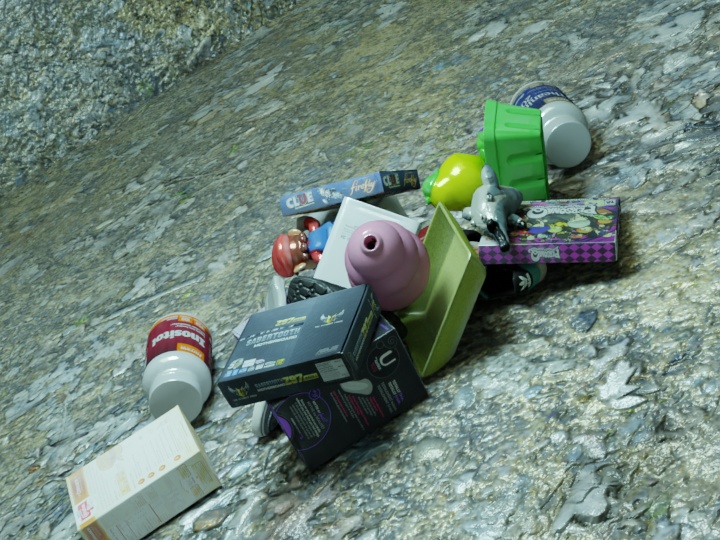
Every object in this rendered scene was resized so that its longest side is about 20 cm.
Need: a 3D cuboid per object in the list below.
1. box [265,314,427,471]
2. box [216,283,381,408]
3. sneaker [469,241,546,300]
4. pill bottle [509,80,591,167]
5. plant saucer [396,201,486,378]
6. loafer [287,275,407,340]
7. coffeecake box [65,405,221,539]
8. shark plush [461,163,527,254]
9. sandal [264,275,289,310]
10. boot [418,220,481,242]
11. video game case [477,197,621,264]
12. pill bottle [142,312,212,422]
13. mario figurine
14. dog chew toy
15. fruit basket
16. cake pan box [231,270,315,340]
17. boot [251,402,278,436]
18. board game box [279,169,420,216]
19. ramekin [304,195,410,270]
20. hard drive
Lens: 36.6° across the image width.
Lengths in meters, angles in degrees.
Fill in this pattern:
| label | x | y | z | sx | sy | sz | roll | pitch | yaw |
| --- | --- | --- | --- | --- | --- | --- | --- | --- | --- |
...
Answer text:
| label | x | y | z | sx | sy | sz | roll | pitch | yaw |
| --- | --- | --- | --- | --- | --- | --- | --- | --- | --- |
| box | -0.028 | 0.161 | 1.514 | 0.199 | 0.123 | 0.106 | -32 | 26 | -8 |
| box | -0.081 | 0.101 | 1.474 | 0.198 | 0.051 | 0.158 | -14 | 28 | 25 |
| sneaker | 0.177 | 0.002 | 1.640 | 0.198 | 0.072 | 0.080 | 0 | 21 | 41 |
| pill bottle | 0.335 | -0.254 | 1.912 | 0.110 | 0.112 | 0.201 | -26 | 27 | 4 |
| plant saucer | 0.122 | 0.030 | 1.590 | 0.047 | 0.202 | 0.200 | 14 | 22 | -15 |
| loafer | -0.020 | 0.063 | 1.642 | 0.199 | 0.069 | 0.070 | 25 | 14 | 23 |
| coffeecake box | -0.319 | 0.308 | 1.586 | 0.199 | 0.074 | 0.153 | -32 | 27 | -9 |
| shark plush | 0.209 | -0.088 | 1.587 | 0.200 | 0.082 | 0.092 | -95 | 27 | -73 |
| sandal | -0.122 | 0.063 | 1.743 | 0.049 | 0.083 | 0.203 | 14 | 24 | -12 |
| boot | 0.100 | -0.011 | 1.758 | 0.199 | 0.073 | 0.144 | -38 | 30 | -26 |
| video game case | 0.285 | -0.060 | 1.622 | 0.197 | 0.036 | 0.182 | -1 | 24 | 17 |
| pill bottle | -0.298 | 0.162 | 1.779 | 0.112 | 0.114 | 0.201 | -25 | 27 | 5 |
| mario figurine | -0.056 | -0.040 | 1.804 | 0.198 | 0.107 | 0.124 | -20 | 22 | 21 |
| dog chew toy | 0.031 | -0.014 | 1.541 | 0.123 | 0.126 | 0.200 | -25 | -16 | 5 |
| fruit basket | 0.202 | -0.157 | 1.766 | 0.213 | 0.217 | 0.156 | -17 | 28 | 20 |
| cake pan box | -0.098 | 0.087 | 1.793 | 0.183 | 0.053 | 0.199 | -36 | 28 | -19 |
| boot | -0.087 | 0.165 | 1.624 | 0.089 | 0.073 | 0.202 | 17 | 65 | 16 |
| board game box | -0.017 | -0.129 | 1.810 | 0.198 | 0.035 | 0.135 | -11 | 1 | 30 |
| ramekin | -0.007 | -0.068 | 1.918 | 0.198 | 0.106 | 0.201 | -21 | 27 | 12 |
| hard drive | 0.000 | 0.000 | 1.698 | 0.130 | 0.027 | 0.202 | 19 | 83 | 14 |
